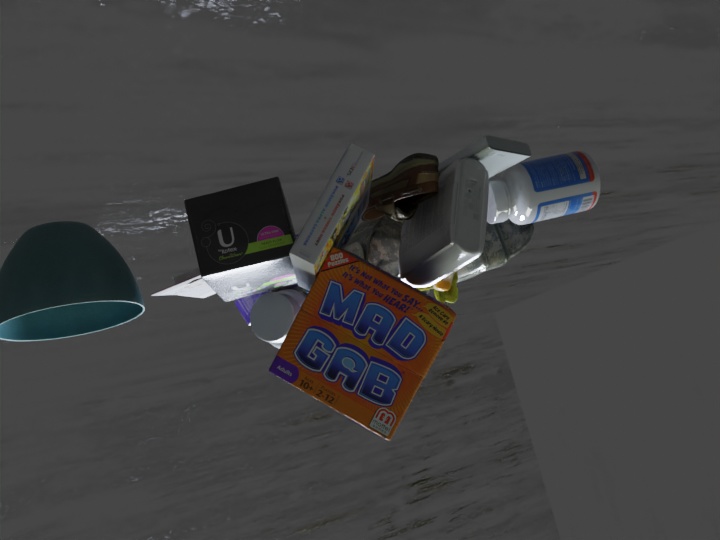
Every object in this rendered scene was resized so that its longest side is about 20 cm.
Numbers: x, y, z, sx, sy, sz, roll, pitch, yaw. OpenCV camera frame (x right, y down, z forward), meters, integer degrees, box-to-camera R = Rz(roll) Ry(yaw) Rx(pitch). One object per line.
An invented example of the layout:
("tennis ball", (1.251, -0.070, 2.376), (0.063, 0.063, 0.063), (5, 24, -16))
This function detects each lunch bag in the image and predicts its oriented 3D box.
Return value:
("lunch bag", (0.000, 0.000, 1.198), (0.164, 0.117, 0.201), (-35, -160, 43))
("lunch bag", (0.266, -0.065, 1.406), (0.166, 0.141, 0.200), (-16, 173, -27))

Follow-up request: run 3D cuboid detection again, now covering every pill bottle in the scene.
("pill bottle", (-0.128, 0.096, 1.230), (0.113, 0.116, 0.200), (-18, 167, 15))
("pill bottle", (0.323, -0.147, 1.172), (0.198, 0.113, 0.112), (-12, 168, -9))

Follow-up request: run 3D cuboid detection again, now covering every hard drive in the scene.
("hard drive", (0.175, -0.169, 1.098), (0.131, 0.027, 0.199), (-3, 164, -45))

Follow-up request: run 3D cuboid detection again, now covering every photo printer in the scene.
("photo printer", (0.128, -0.068, 1.052), (0.069, 0.168, 0.200), (18, 154, -19))

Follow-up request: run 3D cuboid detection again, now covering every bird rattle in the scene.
("bird rattle", (0.164, -0.033, 1.167), (0.112, 0.202, 0.163), (23, -174, -3))

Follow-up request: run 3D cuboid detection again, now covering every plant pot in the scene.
("plant pot", (-0.423, 0.009, 0.915), (0.198, 0.136, 0.200), (-15, 168, -3))

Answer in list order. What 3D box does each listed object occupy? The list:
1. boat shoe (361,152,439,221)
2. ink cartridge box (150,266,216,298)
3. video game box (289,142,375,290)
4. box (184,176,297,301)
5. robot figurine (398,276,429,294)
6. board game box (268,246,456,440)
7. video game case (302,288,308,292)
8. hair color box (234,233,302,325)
("boat shoe", (0.060, -0.120, 1.056), (0.075, 0.075, 0.200), (-3, 163, -31))
("ink cartridge box", (-0.288, 0.003, 1.270), (0.198, 0.045, 0.176), (-20, 168, 19))
("video game box", (-0.040, -0.069, 0.960), (0.046, 0.184, 0.200), (25, 167, 4))
("box", (-0.175, -0.042, 1.011), (0.147, 0.126, 0.200), (-15, 167, -5))
("robot figurine", (0.049, 0.086, 1.283), (0.199, 0.171, 0.113), (-28, 150, 20))
("board game box", (0.010, 0.102, 0.983), (0.199, 0.201, 0.200), (29, -178, 5))
("video game case", (-0.056, 0.020, 1.532), (0.143, 0.018, 0.199), (-31, -172, -38))
("hair color box", (-0.159, 0.016, 1.265), (0.109, 0.065, 0.200), (-18, 155, -45))
